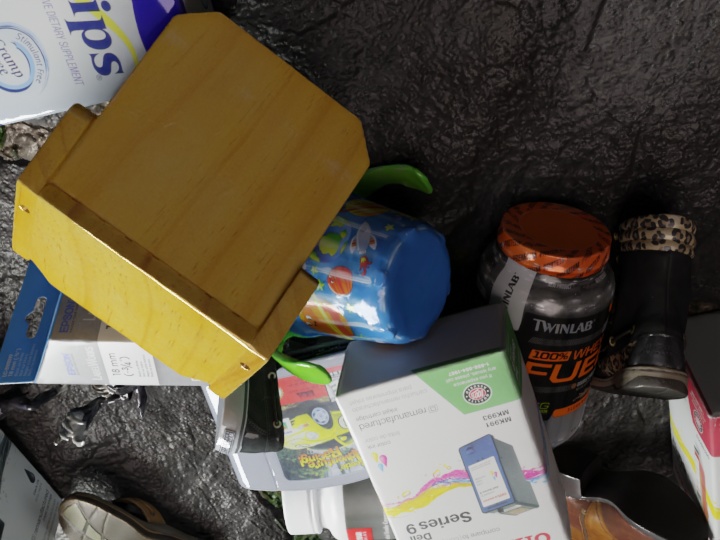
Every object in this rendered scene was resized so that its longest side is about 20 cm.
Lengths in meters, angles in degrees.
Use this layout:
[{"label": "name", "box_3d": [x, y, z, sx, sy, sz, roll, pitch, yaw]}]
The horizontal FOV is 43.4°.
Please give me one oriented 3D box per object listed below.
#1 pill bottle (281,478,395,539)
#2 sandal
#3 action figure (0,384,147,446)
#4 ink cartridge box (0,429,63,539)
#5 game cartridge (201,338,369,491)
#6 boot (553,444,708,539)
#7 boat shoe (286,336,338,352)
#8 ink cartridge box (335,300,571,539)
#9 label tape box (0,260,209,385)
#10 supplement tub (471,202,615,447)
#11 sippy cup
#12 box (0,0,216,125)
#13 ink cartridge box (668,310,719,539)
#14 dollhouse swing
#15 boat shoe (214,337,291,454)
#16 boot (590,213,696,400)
[{"label": "pill bottle", "box_3d": [0.023, 0.215, 0.924, 0.196, 0.115, 0.115, -5, 122, 3]}, {"label": "sandal", "box_3d": [-0.247, 0.286, 1.010, 0.199, 0.055, 0.082, 29, 124, -33]}, {"label": "action figure", "box_3d": [-0.280, 0.107, 0.869, 0.196, 0.102, 0.121, -9, 110, 8]}, {"label": "ink cartridge box", "box_3d": [-0.400, 0.241, 0.914, 0.082, 0.148, 0.202, -16, 127, 11]}, {"label": "game cartridge", "box_3d": [-0.038, 0.136, 0.839, 0.197, 0.041, 0.135, -14, 113, 13]}, {"label": "boot", "box_3d": [0.280, 0.300, 0.950, 0.187, 0.068, 0.202, 14, 131, 42]}, {"label": "boat shoe", "box_3d": [-0.049, 0.100, 0.885, 0.198, 0.070, 0.072, 19, 122, -4]}, {"label": "ink cartridge box", "box_3d": [0.082, 0.148, 0.761, 0.143, 0.088, 0.202, -16, 113, 14]}, {"label": "label tape box", "box_3d": [-0.215, 0.023, 0.786, 0.196, 0.146, 0.064, 0, 138, 0]}, {"label": "supplement tub", "box_3d": [0.158, 0.050, 0.817, 0.120, 0.123, 0.203, 3, 122, -1]}, {"label": "sippy cup", "box_3d": [0.000, 0.000, 0.747, 0.129, 0.139, 0.181, 12, 99, 38]}, {"label": "box", "box_3d": [-0.225, -0.224, 0.663, 0.197, 0.106, 0.186, -11, 121, 7]}, {"label": "ink cartridge box", "box_3d": [0.355, 0.163, 0.870, 0.082, 0.146, 0.202, -12, 121, 7]}, {"label": "dollhouse swing", "box_3d": [-0.119, -0.049, 0.668, 0.199, 0.177, 0.182, 35, 152, -8]}, {"label": "boat shoe", "box_3d": [-0.090, 0.073, 0.789, 0.056, 0.202, 0.069, 10, 137, -11]}, {"label": "boot", "box_3d": [0.253, 0.037, 0.817, 0.072, 0.200, 0.153, 6, 85, 7]}]
